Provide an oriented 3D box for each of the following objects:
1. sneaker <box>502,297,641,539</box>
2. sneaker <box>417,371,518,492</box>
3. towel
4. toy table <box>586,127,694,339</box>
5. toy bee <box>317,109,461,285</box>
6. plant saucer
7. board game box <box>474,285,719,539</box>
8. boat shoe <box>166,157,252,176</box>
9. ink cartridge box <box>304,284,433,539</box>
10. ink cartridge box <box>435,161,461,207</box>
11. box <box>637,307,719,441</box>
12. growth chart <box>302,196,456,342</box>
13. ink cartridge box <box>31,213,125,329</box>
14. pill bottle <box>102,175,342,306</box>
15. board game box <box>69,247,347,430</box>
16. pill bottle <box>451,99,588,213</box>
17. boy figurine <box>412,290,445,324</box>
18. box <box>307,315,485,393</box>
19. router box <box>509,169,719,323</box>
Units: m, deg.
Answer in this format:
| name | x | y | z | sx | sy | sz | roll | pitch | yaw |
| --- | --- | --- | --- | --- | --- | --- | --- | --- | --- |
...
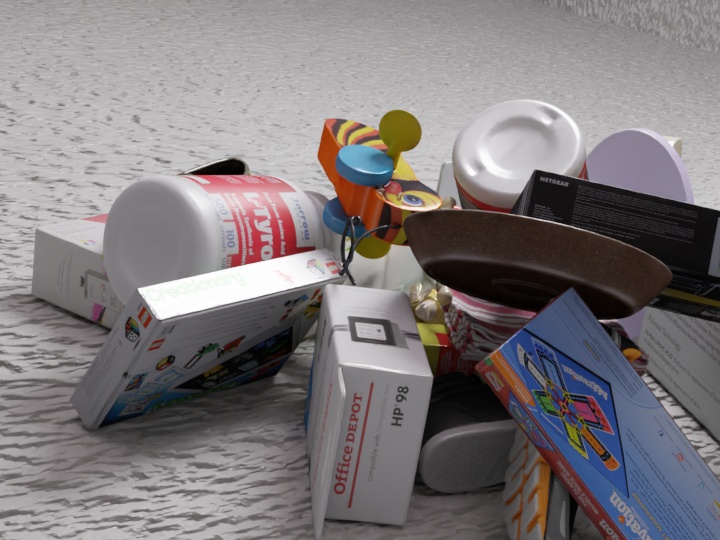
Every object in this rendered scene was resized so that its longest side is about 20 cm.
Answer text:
| name | x | y | z | sx | sy | sz | roll | pitch | yaw |
| --- | --- | --- | --- | --- | --- | --- | --- | --- | --- |
| sneaker | 0.148 | 0.112 | 0.987 | 0.077 | 0.078 | 0.201 | 18 | 59 | -6 |
| sneaker | 0.124 | 0.113 | 1.087 | 0.199 | 0.071 | 0.099 | -2 | 26 | -18 |
| towel | 0.141 | 0.036 | 1.160 | 0.146 | 0.030 | 0.200 | 7 | 15 | -6 |
| toy table | 0.281 | -0.039 | 1.404 | 0.183 | 0.201 | 0.117 | 22 | 18 | 27 |
| toy bee | 0.024 | -0.050 | 1.164 | 0.108 | 0.131 | 0.201 | 8 | 53 | -13 |
| plant saucer | 0.125 | 0.001 | 1.048 | 0.199 | 0.035 | 0.200 | 12 | -9 | 2 |
| board game box | 0.168 | 0.116 | 0.946 | 0.103 | 0.019 | 0.200 | -35 | 87 | -41 |
| boat shoe | -0.156 | -0.059 | 1.276 | 0.072 | 0.061 | 0.202 | 15 | 17 | 20 |
| ink cartridge box | 0.003 | 0.099 | 1.008 | 0.066 | 0.116 | 0.200 | 7 | 19 | -7 |
| ink cartridge box | 0.192 | -0.064 | 1.574 | 0.145 | 0.088 | 0.200 | 18 | 11 | 35 |
| box | 0.380 | 0.061 | 1.266 | 0.198 | 0.131 | 0.200 | 4 | 19 | -15 |
| growth chart | 0.000 | 0.000 | 1.231 | 0.199 | 0.018 | 0.145 | -20 | 38 | 30 |
| ink cartridge box | -0.177 | 0.011 | 1.260 | 0.199 | 0.068 | 0.116 | 20 | 21 | 30 |
| pill bottle | -0.103 | -0.021 | 1.163 | 0.112 | 0.113 | 0.200 | 21 | 15 | 32 |
| board game box | -0.111 | 0.050 | 1.088 | 0.200 | 0.126 | 0.035 | -13 | 58 | -49 |
| pill bottle | 0.149 | -0.045 | 1.273 | 0.113 | 0.200 | 0.114 | -7 | 53 | 9 |
| boy figurine | 0.045 | 0.019 | 1.347 | 0.199 | 0.065 | 0.124 | -4 | 20 | -26 |
| box | 0.061 | 0.084 | 1.146 | 0.199 | 0.076 | 0.050 | 6 | 19 | -10 |
| router box | 0.213 | -0.014 | 1.096 | 0.199 | 0.052 | 0.157 | 13 | -10 | 0 |
